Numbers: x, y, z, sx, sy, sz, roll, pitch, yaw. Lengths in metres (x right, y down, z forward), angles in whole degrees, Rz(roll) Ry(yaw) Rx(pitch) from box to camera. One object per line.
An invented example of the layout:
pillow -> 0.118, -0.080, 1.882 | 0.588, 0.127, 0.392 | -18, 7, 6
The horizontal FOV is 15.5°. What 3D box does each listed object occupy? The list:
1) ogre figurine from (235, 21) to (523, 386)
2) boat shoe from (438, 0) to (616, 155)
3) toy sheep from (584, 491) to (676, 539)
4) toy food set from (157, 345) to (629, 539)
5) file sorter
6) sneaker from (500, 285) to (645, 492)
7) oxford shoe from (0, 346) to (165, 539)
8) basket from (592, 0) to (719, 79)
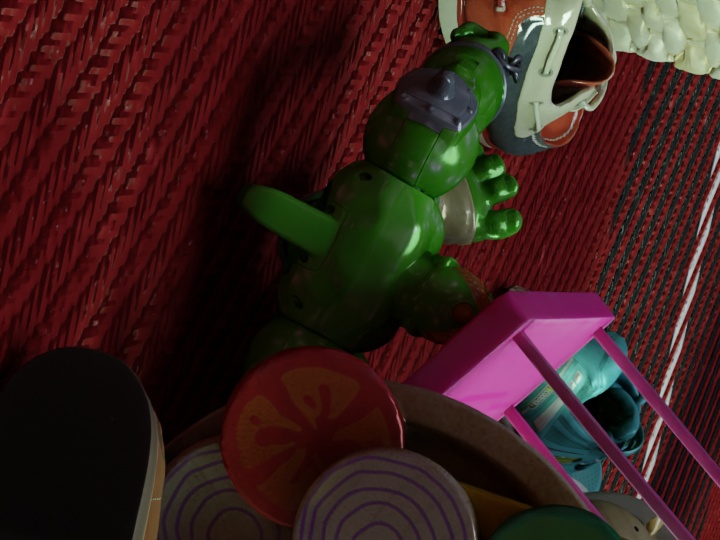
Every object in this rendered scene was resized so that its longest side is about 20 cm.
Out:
ogre figurine -> 0.000, 0.000, 0.959 | 0.200, 0.098, 0.120 | -43, 175, 1
boat shoe -> 0.083, -0.098, 1.186 | 0.200, 0.062, 0.072 | 57, 48, -69
toy sheep -> 0.117, 0.182, 1.384 | 0.200, 0.137, 0.138 | 87, 24, -57
toy food set -> -0.007, 0.129, 0.859 | 0.049, 0.199, 0.199 | -12, 119, -79
file sorter -> 0.034, 0.119, 0.946 | 0.200, 0.126, 0.139 | -42, 168, 13
sneaker -> 0.110, 0.083, 1.387 | 0.200, 0.079, 0.078 | 73, 35, -60
oxford shoe -> -0.096, 0.129, 0.798 | 0.071, 0.071, 0.201 | 63, 43, -72
basket -> 0.187, -0.198, 1.207 | 0.200, 0.197, 0.162 | 71, 40, -61
